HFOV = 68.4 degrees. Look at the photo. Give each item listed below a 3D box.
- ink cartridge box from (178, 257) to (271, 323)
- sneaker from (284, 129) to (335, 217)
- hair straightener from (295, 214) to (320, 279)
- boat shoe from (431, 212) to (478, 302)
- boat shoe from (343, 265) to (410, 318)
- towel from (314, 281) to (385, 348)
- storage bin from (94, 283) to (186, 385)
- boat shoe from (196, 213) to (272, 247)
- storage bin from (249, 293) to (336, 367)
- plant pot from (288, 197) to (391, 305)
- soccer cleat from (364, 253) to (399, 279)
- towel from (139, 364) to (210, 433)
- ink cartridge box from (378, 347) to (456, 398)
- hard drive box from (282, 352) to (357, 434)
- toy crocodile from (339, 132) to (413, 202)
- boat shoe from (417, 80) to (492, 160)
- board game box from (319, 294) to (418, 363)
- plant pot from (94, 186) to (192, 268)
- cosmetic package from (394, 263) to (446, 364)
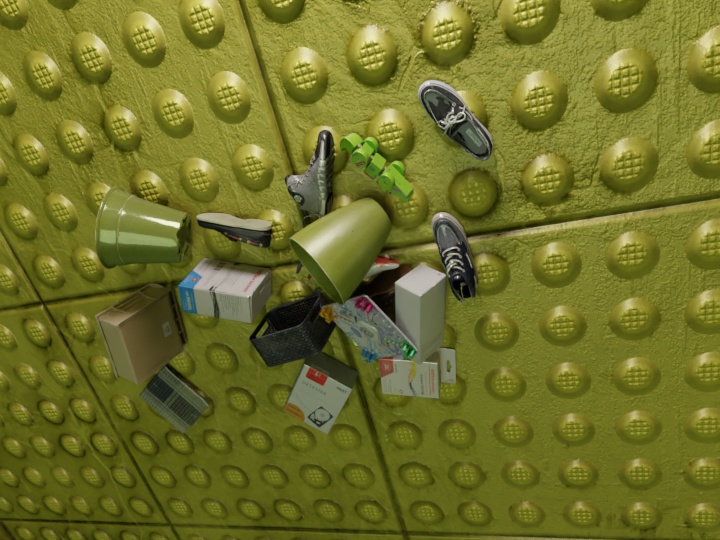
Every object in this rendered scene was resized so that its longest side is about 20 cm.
[{"bbox_3d":[-0.343,0.050,1.366,0.193,0.147,0.087,9,120,11],"label":"ink cartridge box"},{"bbox_3d":[-0.120,-0.221,1.199,0.111,0.076,0.206,12,122,12],"label":"sneaker"},{"bbox_3d":[-0.130,-0.062,1.283,0.075,0.042,0.202,21,137,-3],"label":"hair straightener"},{"bbox_3d":[0.215,-0.027,1.198,0.073,0.093,0.203,-22,111,25],"label":"boat shoe"},{"bbox_3d":[0.048,0.060,1.303,0.196,0.072,0.071,-29,128,14],"label":"boat shoe"},{"bbox_3d":[-0.020,0.100,1.376,0.141,0.023,0.202,-28,108,26],"label":"towel"},{"bbox_3d":[-0.603,0.173,1.482,0.091,0.198,0.206,12,123,28],"label":"storage bin"},{"bbox_3d":[-0.316,-0.101,1.318,0.194,0.074,0.065,11,113,4],"label":"boat shoe"},{"bbox_3d":[-0.174,0.156,1.371,0.195,0.136,0.095,-20,114,32],"label":"storage bin"},{"bbox_3d":[-0.029,-0.064,1.184,0.199,0.186,0.189,-42,106,-12],"label":"plant pot"},{"bbox_3d":[0.000,0.000,1.276,0.193,0.068,0.089,2,87,19],"label":"soccer cleat"},{"bbox_3d":[-0.596,0.415,1.712,0.200,0.035,0.192,44,117,-8],"label":"towel"},{"bbox_3d":[0.152,0.265,1.392,0.192,0.068,0.120,1,119,15],"label":"ink cartridge box"},{"bbox_3d":[-0.116,0.344,1.506,0.152,0.077,0.204,26,122,0],"label":"hard drive box"},{"bbox_3d":[0.036,-0.224,1.157,0.198,0.068,0.062,40,140,-6],"label":"toy crocodile"},{"bbox_3d":[0.191,-0.299,1.070,0.073,0.069,0.200,-37,103,29],"label":"boat shoe"},{"bbox_3d":[0.015,0.149,1.278,0.200,0.026,0.198,47,147,-18],"label":"board game box"},{"bbox_3d":[-0.531,-0.093,1.332,0.183,0.202,0.206,8,122,-3],"label":"plant pot"},{"bbox_3d":[0.144,0.105,1.264,0.083,0.106,0.206,24,130,38],"label":"cosmetic package"}]
